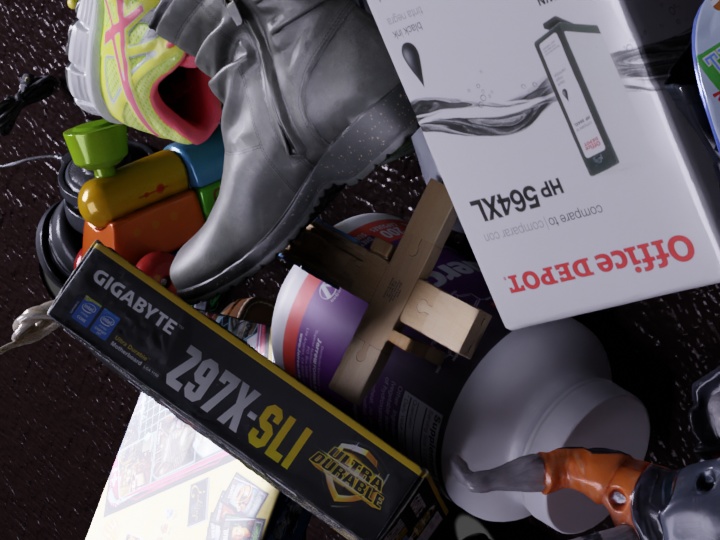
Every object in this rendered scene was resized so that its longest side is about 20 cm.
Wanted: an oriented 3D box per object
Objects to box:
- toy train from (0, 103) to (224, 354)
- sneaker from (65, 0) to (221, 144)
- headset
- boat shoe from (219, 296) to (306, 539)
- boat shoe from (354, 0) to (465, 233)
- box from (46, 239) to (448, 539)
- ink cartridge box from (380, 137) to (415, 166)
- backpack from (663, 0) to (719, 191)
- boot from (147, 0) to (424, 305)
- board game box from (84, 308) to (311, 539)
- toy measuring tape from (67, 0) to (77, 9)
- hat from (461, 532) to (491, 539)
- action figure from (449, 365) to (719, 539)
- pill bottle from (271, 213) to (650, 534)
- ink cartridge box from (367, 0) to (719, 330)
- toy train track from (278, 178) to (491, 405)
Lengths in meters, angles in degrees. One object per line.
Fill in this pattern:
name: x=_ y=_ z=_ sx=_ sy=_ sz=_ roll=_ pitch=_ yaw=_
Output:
toy train: x=-0.148 y=-0.035 z=1.296 sx=0.084 sy=0.199 sz=0.117 roll=9 pitch=118 yaw=52
sneaker: x=-0.097 y=-0.146 z=1.116 sx=0.090 sy=0.078 sz=0.201 roll=33 pitch=145 yaw=26
headset: x=-0.163 y=-0.046 z=1.454 sx=0.200 sy=0.094 sz=0.124 roll=39 pitch=141 yaw=6
boat shoe: x=-0.057 y=0.111 z=1.335 sx=0.074 sy=0.075 sz=0.202 roll=-28 pitch=53 yaw=48
boat shoe: x=0.047 y=-0.113 z=1.085 sx=0.066 sy=0.074 sz=0.201 roll=-7 pitch=119 yaw=41
box: x=-0.053 y=0.073 z=1.119 sx=0.199 sy=0.050 sz=0.160 roll=34 pitch=175 yaw=12
ink cartridge box: x=-0.050 y=-0.126 z=1.192 sx=0.199 sy=0.075 sz=0.149 roll=-4 pitch=111 yaw=55
backpack: x=0.203 y=-0.050 z=0.776 sx=0.154 sy=0.190 sz=0.201 roll=-29 pitch=91 yaw=43
boot: x=-0.056 y=-0.081 z=1.085 sx=0.131 sy=0.068 sz=0.200 roll=47 pitch=126 yaw=-3
board game box: x=-0.087 y=0.127 z=1.278 sx=0.135 sy=0.202 sz=0.035 roll=11 pitch=166 yaw=41
toy measuring tape: x=-0.157 y=-0.220 z=1.273 sx=0.074 sy=0.073 sz=0.201 roll=43 pitch=147 yaw=26
hat: x=0.061 y=0.199 z=1.270 sx=0.200 sy=0.200 sz=0.081 roll=43 pitch=103 yaw=27
action figure: x=0.155 y=0.144 z=1.022 sx=0.192 sy=0.105 sz=0.202 roll=-17 pitch=88 yaw=16
pill bottle: x=0.052 y=0.055 z=1.156 sx=0.199 sy=0.112 sz=0.113 roll=31 pitch=138 yaw=39
ink cartridge box: x=0.098 y=-0.087 z=0.983 sx=0.145 sy=0.084 sz=0.201 roll=-15 pitch=101 yaw=49
toy train track: x=0.000 y=0.000 z=1.128 sx=0.199 sy=0.032 sz=0.115 roll=29 pitch=93 yaw=45
